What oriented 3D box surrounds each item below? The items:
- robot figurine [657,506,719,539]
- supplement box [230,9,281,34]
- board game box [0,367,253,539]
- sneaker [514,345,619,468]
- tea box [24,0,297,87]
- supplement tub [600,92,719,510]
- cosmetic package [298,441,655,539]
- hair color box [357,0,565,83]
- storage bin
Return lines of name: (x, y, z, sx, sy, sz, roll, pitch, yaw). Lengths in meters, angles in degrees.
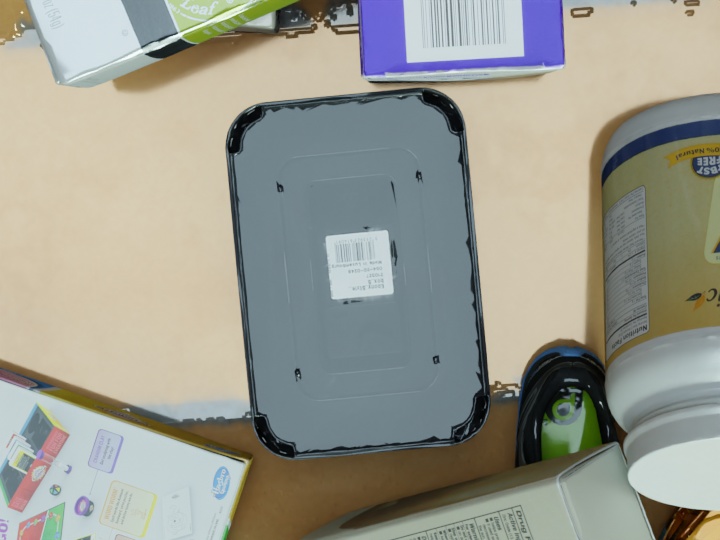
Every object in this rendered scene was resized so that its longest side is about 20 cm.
robot figurine: (0.250, 0.147, 1.716, 0.145, 0.058, 0.200, 41, 94, -1)
supplement box: (-0.101, -0.239, 1.699, 0.125, 0.074, 0.201, 5, 93, 1)
board game box: (-0.180, 0.148, 1.736, 0.199, 0.040, 0.154, 19, 93, 1)
sneaker: (0.115, 0.144, 1.707, 0.070, 0.083, 0.201, 0, 93, 2)
tea box: (-0.105, -0.225, 1.595, 0.196, 0.134, 0.201, -24, 92, 1)
supplement tub: (0.205, 0.019, 1.637, 0.144, 0.145, 0.201, 0, 67, 2)
cosmetic package: (0.066, 0.172, 1.666, 0.199, 0.071, 0.106, -17, 95, 37)
hair color box: (0.054, -0.135, 1.636, 0.109, 0.200, 0.065, -3, 94, 2)
storage bin: (0.000, 0.000, 1.699, 0.134, 0.094, 0.201, -5, 93, 2)
